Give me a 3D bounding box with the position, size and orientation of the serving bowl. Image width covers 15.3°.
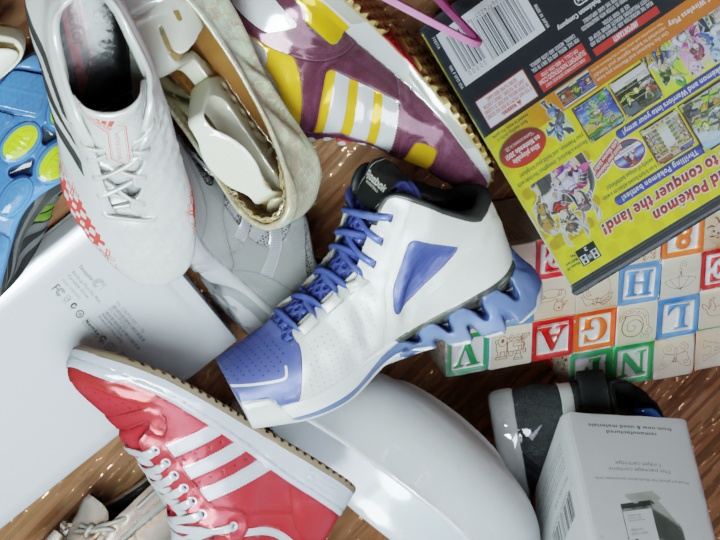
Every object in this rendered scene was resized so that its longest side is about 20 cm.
[{"bbox_3d":[0.035,0.118,1.618,0.066,0.200,0.200,-51,124,-12],"label":"serving bowl"}]

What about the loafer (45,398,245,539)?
[{"bbox_3d":[-0.142,0.149,1.639,0.199,0.072,0.063,-30,107,-12],"label":"loafer"}]

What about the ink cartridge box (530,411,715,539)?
[{"bbox_3d":[0.156,0.207,1.581,0.082,0.201,0.147,3,135,-12],"label":"ink cartridge box"}]

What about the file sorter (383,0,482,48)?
[{"bbox_3d":[0.052,-0.243,1.463,0.138,0.126,0.201,24,106,-31],"label":"file sorter"}]

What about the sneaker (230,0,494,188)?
[{"bbox_3d":[-0.006,-0.102,1.555,0.090,0.075,0.200,-38,118,12],"label":"sneaker"}]

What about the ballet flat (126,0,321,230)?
[{"bbox_3d":[-0.088,-0.109,1.476,0.067,0.062,0.200,-31,103,28],"label":"ballet flat"}]

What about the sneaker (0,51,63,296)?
[{"bbox_3d":[-0.201,-0.046,1.505,0.071,0.083,0.200,32,87,-10],"label":"sneaker"}]

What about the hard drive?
[{"bbox_3d":[-0.188,0.057,1.588,0.200,0.026,0.132,-38,124,1],"label":"hard drive"}]

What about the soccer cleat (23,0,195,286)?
[{"bbox_3d":[-0.131,-0.075,1.426,0.068,0.085,0.201,-18,114,-10],"label":"soccer cleat"}]

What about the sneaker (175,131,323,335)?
[{"bbox_3d":[-0.074,-0.032,1.568,0.082,0.075,0.200,-43,134,-6],"label":"sneaker"}]

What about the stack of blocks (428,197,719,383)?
[{"bbox_3d":[0.136,0.012,1.673,0.199,0.059,0.116,-9,120,-17],"label":"stack of blocks"}]

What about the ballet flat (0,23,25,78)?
[{"bbox_3d":[-0.212,-0.142,1.441,0.072,0.072,0.202,-2,116,-20],"label":"ballet flat"}]

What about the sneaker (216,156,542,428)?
[{"bbox_3d":[0.001,0.000,1.545,0.198,0.081,0.116,-24,117,-11],"label":"sneaker"}]

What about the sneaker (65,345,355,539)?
[{"bbox_3d":[-0.106,0.131,1.577,0.199,0.071,0.113,32,81,-23],"label":"sneaker"}]

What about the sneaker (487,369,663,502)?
[{"bbox_3d":[0.150,0.138,1.698,0.111,0.073,0.200,-11,144,6],"label":"sneaker"}]

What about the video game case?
[{"bbox_3d":[0.145,-0.106,1.492,0.200,0.181,0.025,-33,175,43],"label":"video game case"}]
